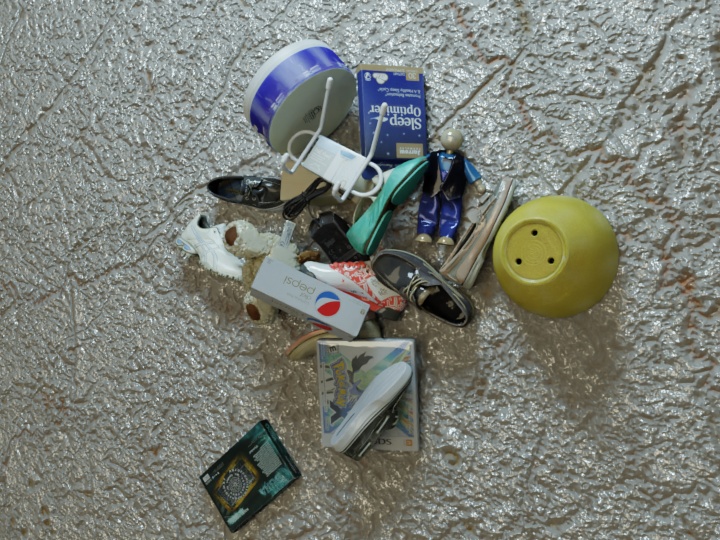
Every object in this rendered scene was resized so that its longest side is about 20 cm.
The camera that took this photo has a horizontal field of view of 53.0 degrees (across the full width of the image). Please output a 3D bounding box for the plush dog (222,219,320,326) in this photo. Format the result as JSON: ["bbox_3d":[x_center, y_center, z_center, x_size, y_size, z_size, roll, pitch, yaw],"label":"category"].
[{"bbox_3d":[-0.173,-0.002,1.374,0.172,0.160,0.201,-19,89,67],"label":"plush dog"}]

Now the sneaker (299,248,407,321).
[{"bbox_3d":[0.001,0.000,1.292,0.201,0.067,0.108,26,98,-1],"label":"sneaker"}]

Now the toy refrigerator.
[{"bbox_3d":[-0.048,-0.167,1.354,0.199,0.070,0.076,-2,81,27],"label":"toy refrigerator"}]

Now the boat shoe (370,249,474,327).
[{"bbox_3d":[0.108,0.028,1.220,0.199,0.073,0.075,30,99,0],"label":"boat shoe"}]

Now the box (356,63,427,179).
[{"bbox_3d":[0.057,-0.261,1.279,0.032,0.120,0.201,170,98,-71],"label":"box"}]

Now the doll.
[{"bbox_3d":[0.150,-0.145,1.255,0.136,0.048,0.201,8,92,18],"label":"doll"}]

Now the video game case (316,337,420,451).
[{"bbox_3d":[0.013,0.221,1.292,0.181,0.022,0.201,-1,96,16],"label":"video game case"}]

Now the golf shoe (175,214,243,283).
[{"bbox_3d":[-0.292,-0.047,1.478,0.199,0.078,0.098,30,96,25],"label":"golf shoe"}]

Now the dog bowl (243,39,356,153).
[{"bbox_3d":[-0.107,-0.310,1.308,0.200,0.200,0.079,-47,70,19],"label":"dog bowl"}]

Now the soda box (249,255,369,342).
[{"bbox_3d":[-0.088,0.051,1.249,0.199,0.068,0.064,25,73,-5],"label":"soda box"}]

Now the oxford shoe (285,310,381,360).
[{"bbox_3d":[-0.051,0.138,1.342,0.199,0.071,0.074,-25,81,26],"label":"oxford shoe"}]

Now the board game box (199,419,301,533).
[{"bbox_3d":[-0.223,0.412,1.444,0.200,0.028,0.136,-43,70,19],"label":"board game box"}]

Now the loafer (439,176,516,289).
[{"bbox_3d":[0.195,-0.068,1.208,0.063,0.072,0.201,23,102,4],"label":"loafer"}]

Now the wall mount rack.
[{"bbox_3d":[-0.039,-0.218,1.228,0.199,0.075,0.174,30,86,21],"label":"wall mount rack"}]

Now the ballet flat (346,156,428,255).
[{"bbox_3d":[0.037,-0.124,1.247,0.070,0.067,0.201,35,98,17],"label":"ballet flat"}]

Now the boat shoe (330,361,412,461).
[{"bbox_3d":[0.032,0.245,1.251,0.071,0.072,0.200,36,105,-15],"label":"boat shoe"}]

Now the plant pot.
[{"bbox_3d":[0.287,-0.026,1.124,0.199,0.142,0.201,-2,86,28],"label":"plant pot"}]

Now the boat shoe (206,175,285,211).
[{"bbox_3d":[-0.223,-0.161,1.448,0.199,0.066,0.070,12,94,28],"label":"boat shoe"}]

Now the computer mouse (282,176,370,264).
[{"bbox_3d":[-0.033,-0.086,1.318,0.200,0.046,0.140,44,123,-8],"label":"computer mouse"}]
